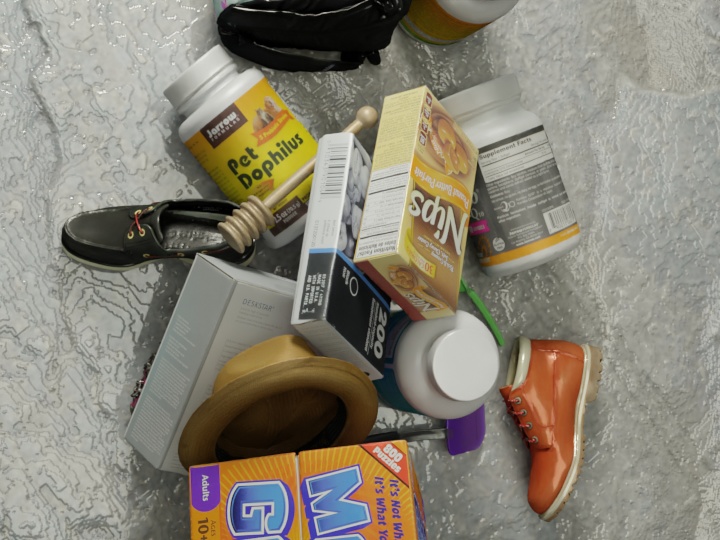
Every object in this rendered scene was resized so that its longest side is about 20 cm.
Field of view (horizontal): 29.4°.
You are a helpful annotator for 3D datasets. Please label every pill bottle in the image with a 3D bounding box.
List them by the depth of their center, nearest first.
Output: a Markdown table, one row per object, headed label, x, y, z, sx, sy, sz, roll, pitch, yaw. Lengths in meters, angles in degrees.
| label | x | y | z | sx | sy | sz | roll | pitch | yaw |
| --- | --- | --- | --- | --- | --- | --- | --- | --- | --- |
| pill bottle | 0.075 | 0.095 | 1.412 | 0.110 | 0.200 | 0.112 | 0 | 88 | -16 |
| pill bottle | -0.112 | -0.130 | 1.413 | 0.109 | 0.109 | 0.200 | -41 | 99 | -13 |
| pill bottle | 0.109 | -0.308 | 1.436 | 0.110 | 0.200 | 0.112 | 1 | 88 | -16 |
| pill bottle | 0.157 | -0.103 | 1.487 | 0.115 | 0.116 | 0.202 | -21 | 93 | -16 |

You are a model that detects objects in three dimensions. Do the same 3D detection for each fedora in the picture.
| label | x | y | z | sx | sy | sz | roll | pitch | yaw |
| --- | --- | --- | --- | --- | --- | --- | --- | --- | --- |
| fedora | -0.081 | 0.124 | 1.275 | 0.199 | 0.202 | 0.082 | -6 | 50 | -16 |

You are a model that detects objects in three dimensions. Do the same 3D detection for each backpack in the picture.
| label | x | y | z | sx | sy | sz | roll | pitch | yaw |
| --- | --- | --- | --- | --- | --- | --- | --- | --- | --- |
| backpack | -0.059 | -0.290 | 1.423 | 0.198 | 0.167 | 0.128 | -2 | 69 | -13 |

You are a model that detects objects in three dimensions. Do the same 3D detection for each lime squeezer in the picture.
| label | x | y | z | sx | sy | sz | roll | pitch | yaw |
| --- | --- | --- | --- | --- | --- | --- | --- | --- | --- |
| lime squeezer | 0.087 | 0.015 | 1.503 | 0.199 | 0.038 | 0.071 | 24 | 82 | -15 |

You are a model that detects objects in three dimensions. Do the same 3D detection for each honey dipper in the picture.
| label | x | y | z | sx | sy | sz | roll | pitch | yaw |
| --- | --- | --- | --- | --- | --- | --- | --- | --- | --- |
| honey dipper | -0.057 | -0.095 | 1.356 | 0.200 | 0.038 | 0.038 | -43 | 99 | -16 |

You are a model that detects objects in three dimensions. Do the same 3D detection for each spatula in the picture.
| label | x | y | z | sx | sy | sz | roll | pitch | yaw |
| --- | --- | --- | --- | --- | --- | --- | --- | --- | --- |
| spatula | 0.056 | 0.180 | 1.476 | 0.198 | 0.021 | 0.057 | -8 | 97 | -27 |

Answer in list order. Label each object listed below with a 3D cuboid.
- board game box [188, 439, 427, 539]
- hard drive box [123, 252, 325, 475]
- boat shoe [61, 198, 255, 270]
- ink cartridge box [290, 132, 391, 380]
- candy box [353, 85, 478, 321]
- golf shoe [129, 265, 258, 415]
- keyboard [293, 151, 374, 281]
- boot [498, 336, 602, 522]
| label | x | y | z | sx | sy | sz | roll | pitch | yaw |
| --- | --- | --- | --- | --- | --- | --- | --- | --- | --- |
| board game box | -0.036 | 0.292 | 1.256 | 0.198 | 0.200 | 0.202 | -8 | 64 | 4 |
| hard drive box | -0.122 | 0.103 | 1.362 | 0.155 | 0.077 | 0.201 | 18 | 98 | -42 |
| boat shoe | -0.206 | -0.042 | 1.385 | 0.199 | 0.063 | 0.074 | 3 | 59 | 2 |
| ink cartridge box | 0.000 | 0.000 | 1.354 | 0.043 | 0.200 | 0.200 | -3 | 64 | 21 |
| candy box | 0.058 | -0.066 | 1.355 | 0.115 | 0.055 | 0.202 | 43 | 46 | -42 |
| golf shoe | -0.157 | 0.083 | 1.411 | 0.092 | 0.073 | 0.201 | 39 | 79 | -11 |
| keyboard | -0.005 | -0.061 | 1.471 | 0.011 | 0.056 | 0.201 | 41 | 76 | -42 |
| boot | 0.196 | 0.171 | 1.516 | 0.106 | 0.075 | 0.202 | 15 | 76 | -12 |
